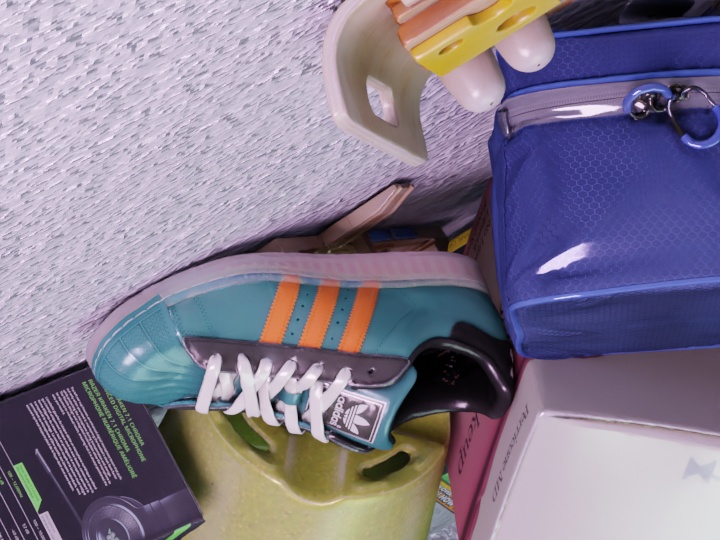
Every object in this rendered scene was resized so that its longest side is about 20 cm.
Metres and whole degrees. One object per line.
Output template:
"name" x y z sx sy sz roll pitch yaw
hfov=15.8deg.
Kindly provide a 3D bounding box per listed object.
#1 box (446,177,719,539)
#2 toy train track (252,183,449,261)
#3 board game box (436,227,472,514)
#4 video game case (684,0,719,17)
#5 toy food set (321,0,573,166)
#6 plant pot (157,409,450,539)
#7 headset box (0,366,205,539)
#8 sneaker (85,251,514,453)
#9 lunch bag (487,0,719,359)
"box" 0.108 0.064 1.271 0.109 0.200 0.128 10 123 -11
"toy train track" 0.000 0.000 1.262 0.115 0.033 0.200 -33 170 22
"board game box" 0.081 0.058 1.460 0.165 0.057 0.200 -31 143 18
"video game case" 0.235 -0.166 1.137 0.200 0.018 0.143 -22 168 -33
"toy food set" 0.087 -0.101 0.926 0.200 0.060 0.143 -32 170 10
"plant pot" -0.040 0.120 1.317 0.200 0.200 0.184 -22 148 -35
"headset box" -0.195 0.137 1.227 0.200 0.093 0.174 -22 168 -39
"sneaker" -0.020 0.041 1.161 0.200 0.080 0.071 -7 141 -23
"lunch bag" 0.122 -0.043 1.101 0.136 0.133 0.200 -5 169 2
